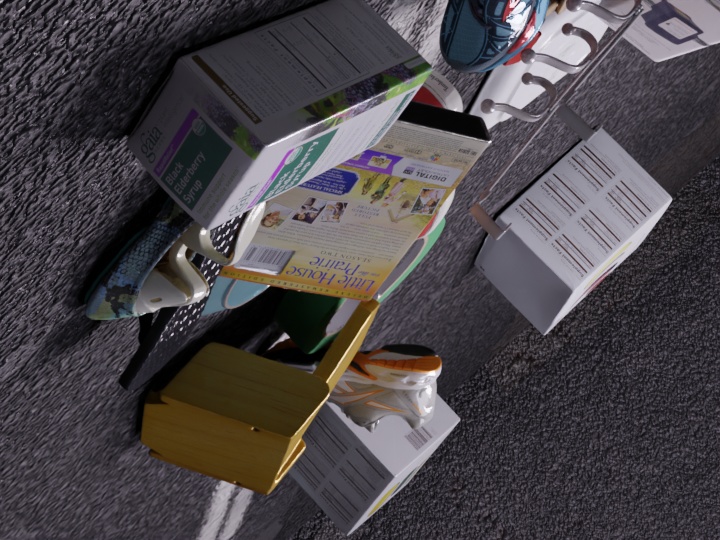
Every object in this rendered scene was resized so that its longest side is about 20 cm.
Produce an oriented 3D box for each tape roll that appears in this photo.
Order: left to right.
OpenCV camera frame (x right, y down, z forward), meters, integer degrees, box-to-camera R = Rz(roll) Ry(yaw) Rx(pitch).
[{"bbox_3d":[0.000,0.000,1.835,0.200,0.048,0.201,-43,170,-9],"label":"tape roll"}]

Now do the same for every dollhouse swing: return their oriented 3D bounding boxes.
[{"bbox_3d":[-0.098,0.098,1.740,0.200,0.180,0.177,112,-4,-67],"label":"dollhouse swing"}]

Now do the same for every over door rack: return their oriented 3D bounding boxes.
[{"bbox_3d":[0.151,-0.144,1.459,0.148,0.066,0.201,-50,-170,45],"label":"over door rack"}]

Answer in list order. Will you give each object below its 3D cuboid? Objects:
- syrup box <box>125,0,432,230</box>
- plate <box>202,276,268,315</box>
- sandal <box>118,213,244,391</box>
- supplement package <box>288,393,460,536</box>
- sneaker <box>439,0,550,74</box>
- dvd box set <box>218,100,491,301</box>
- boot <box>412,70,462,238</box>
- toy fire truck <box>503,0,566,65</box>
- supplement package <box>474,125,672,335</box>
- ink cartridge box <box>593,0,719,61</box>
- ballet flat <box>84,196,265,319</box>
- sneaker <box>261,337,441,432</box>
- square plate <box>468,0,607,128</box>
[{"bbox_3d":[-0.048,-0.104,1.135,0.200,0.081,0.079,-33,164,-52],"label":"syrup box"},{"bbox_3d":[-0.073,-0.023,1.525,0.200,0.026,0.200,-42,170,-9],"label":"plate"},{"bbox_3d":[-0.136,-0.001,1.349,0.201,0.045,0.075,-63,170,17],"label":"sandal"},{"bbox_3d":[0.011,0.243,2.556,0.152,0.151,0.200,-36,168,-37],"label":"supplement package"},{"bbox_3d":[0.097,-0.225,1.281,0.095,0.079,0.201,-17,145,-47],"label":"sneaker"},{"bbox_3d":[-0.009,-0.057,1.397,0.145,0.030,0.200,10,136,-29],"label":"dvd box set"},{"bbox_3d":[0.014,-0.065,1.519,0.144,0.072,0.201,-44,158,-25],"label":"boot"},{"bbox_3d":[0.185,-0.255,1.523,0.200,0.049,0.141,-32,165,-52],"label":"toy fire truck"},{"bbox_3d":[0.288,-0.052,2.460,0.200,0.147,0.191,-41,170,-18],"label":"supplement package"},{"bbox_3d":[0.305,-0.274,1.570,0.145,0.084,0.200,-57,-169,-8],"label":"ink cartridge box"},{"bbox_3d":[-0.121,-0.016,1.245,0.200,0.074,0.074,-50,168,30],"label":"ballet flat"},{"bbox_3d":[-0.014,0.126,1.895,0.076,0.198,0.093,-51,144,-62],"label":"sneaker"},{"bbox_3d":[0.193,-0.223,1.744,0.200,0.028,0.198,-38,168,-28],"label":"square plate"}]
